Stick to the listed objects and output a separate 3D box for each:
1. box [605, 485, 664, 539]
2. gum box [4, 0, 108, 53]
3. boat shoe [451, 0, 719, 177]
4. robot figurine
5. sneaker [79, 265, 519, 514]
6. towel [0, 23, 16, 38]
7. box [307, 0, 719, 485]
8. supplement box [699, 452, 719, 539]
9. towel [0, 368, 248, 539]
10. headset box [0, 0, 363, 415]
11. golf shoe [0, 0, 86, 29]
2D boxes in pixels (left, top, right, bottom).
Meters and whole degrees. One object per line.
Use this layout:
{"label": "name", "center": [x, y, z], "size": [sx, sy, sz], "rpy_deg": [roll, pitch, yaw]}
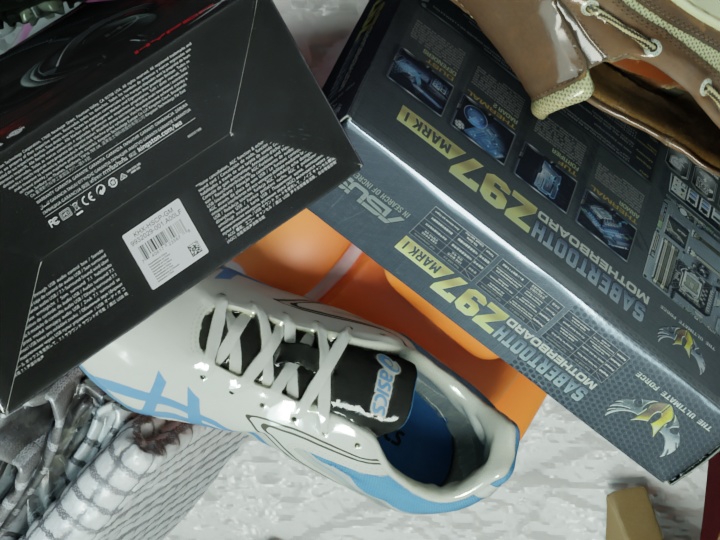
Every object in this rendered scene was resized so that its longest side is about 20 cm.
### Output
{"label": "box", "center": [0.142, 0.223, 1.144], "size": [0.021, 0.200, 0.164], "rpy_deg": [-6, 128, -5]}
{"label": "gum box", "center": [-0.139, -0.047, 1.060], "size": [0.066, 0.114, 0.200], "rpy_deg": [34, 114, -8]}
{"label": "boat shoe", "center": [0.083, -0.096, 0.971], "size": [0.202, 0.075, 0.075], "rpy_deg": [23, 160, -16]}
{"label": "robot figurine", "center": [-0.001, 0.000, 1.064], "size": [0.117, 0.144, 0.200], "rpy_deg": [-38, 122, 21]}
{"label": "sneaker", "center": [-0.025, 0.038, 0.964], "size": [0.200, 0.072, 0.072], "rpy_deg": [24, 154, -26]}
{"label": "towel", "center": [-0.248, -0.171, 1.080], "size": [0.149, 0.031, 0.200], "rpy_deg": [-17, 110, 26]}
{"label": "box", "center": [0.076, -0.030, 1.004], "size": [0.200, 0.158, 0.051], "rpy_deg": [37, 127, -11]}
{"label": "supplement box", "center": [0.248, 0.174, 1.068], "size": [0.133, 0.197, 0.200], "rpy_deg": [-24, 115, 25]}
{"label": "towel", "center": [-0.120, 0.079, 1.109], "size": [0.086, 0.200, 0.166], "rpy_deg": [43, 119, 8]}
{"label": "headset box", "center": [-0.113, -0.030, 0.883], "size": [0.077, 0.149, 0.200], "rpy_deg": [61, 161, -17]}
{"label": "golf shoe", "center": [-0.190, -0.130, 0.913], "size": [0.200, 0.088, 0.077], "rpy_deg": [0, 172, -12]}
